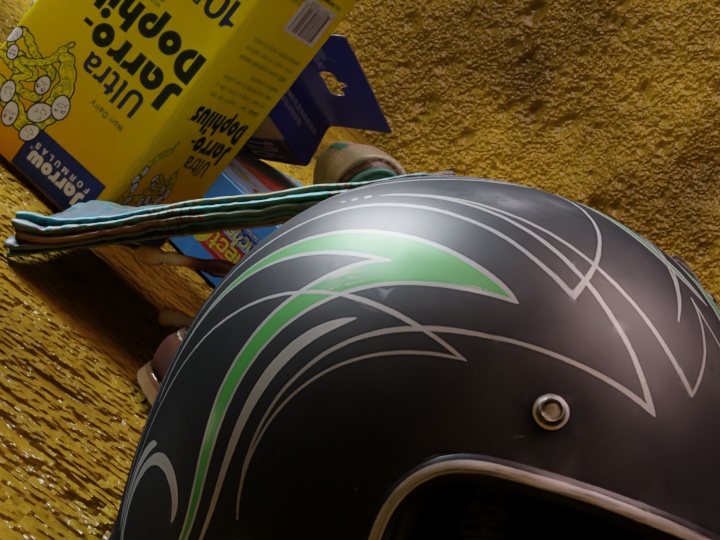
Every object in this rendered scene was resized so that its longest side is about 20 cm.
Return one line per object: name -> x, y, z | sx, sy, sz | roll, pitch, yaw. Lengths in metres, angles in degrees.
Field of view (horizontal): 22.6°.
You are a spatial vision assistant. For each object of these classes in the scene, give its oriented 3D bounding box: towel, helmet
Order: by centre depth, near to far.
helmet -> 0.030, 0.063, 0.579 | 0.200, 0.191, 0.200 | 38, 7, -6
towel -> -0.056, -0.031, 0.867 | 0.147, 0.199, 0.022 | -39, 122, -83

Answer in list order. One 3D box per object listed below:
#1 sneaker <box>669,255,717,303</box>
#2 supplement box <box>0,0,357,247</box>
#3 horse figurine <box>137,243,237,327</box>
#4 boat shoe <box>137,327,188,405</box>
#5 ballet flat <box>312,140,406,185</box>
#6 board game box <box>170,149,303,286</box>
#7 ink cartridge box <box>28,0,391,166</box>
sneaker -> 0.132, 0.022, 1.011 | 0.075, 0.114, 0.200 | 33, 21, -39
supplement box -> -0.108, -0.125, 1.001 | 0.109, 0.200, 0.109 | 41, 8, 16
horse figurine -> -0.019, 0.036, 0.849 | 0.132, 0.050, 0.200 | 11, -15, 25
boat shoe -> -0.008, 0.084, 0.753 | 0.200, 0.070, 0.070 | 41, 11, 21
ballet flat -> 0.020, 0.014, 1.039 | 0.062, 0.067, 0.200 | 40, -32, 61
board game box -> -0.048, -0.010, 1.171 | 0.196, 0.056, 0.200 | 44, 8, 31
ink cartridge box -> -0.093, -0.116, 1.180 | 0.199, 0.047, 0.198 | 12, -11, 12
